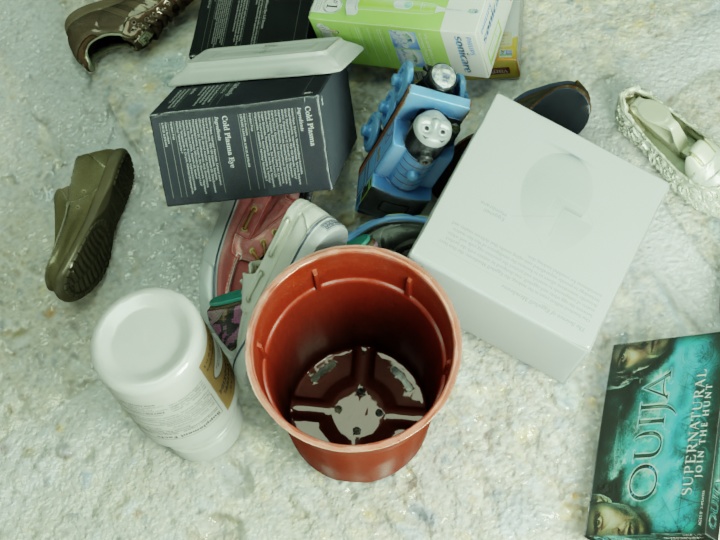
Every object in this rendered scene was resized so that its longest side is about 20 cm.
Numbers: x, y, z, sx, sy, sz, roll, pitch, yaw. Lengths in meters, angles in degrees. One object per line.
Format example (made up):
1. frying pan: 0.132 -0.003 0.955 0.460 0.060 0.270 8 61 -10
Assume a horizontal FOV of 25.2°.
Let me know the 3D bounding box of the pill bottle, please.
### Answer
1. pill bottle: -0.184 0.111 1.605 0.113 0.200 0.115 -6 60 10

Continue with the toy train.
1. toy train: 0.055 -0.135 1.696 0.086 0.200 0.115 12 62 -14

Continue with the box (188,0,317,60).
1. box: -0.109 -0.312 1.894 0.140 0.079 0.201 0 61 17

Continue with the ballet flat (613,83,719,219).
1. ballet flat: 0.338 -0.127 1.696 0.072 0.072 0.200 -40 61 -11

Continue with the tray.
1. tray: -0.103 -0.230 1.756 0.198 0.022 0.107 -3 19 17

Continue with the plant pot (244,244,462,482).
1. plant pot: -0.004 0.106 1.557 0.199 0.196 0.202 -1 67 1

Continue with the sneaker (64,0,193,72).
1. sneaker: -0.256 -0.302 1.934 0.199 0.070 0.076 -24 68 10

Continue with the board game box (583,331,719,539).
1. board game box: 0.287 0.159 1.531 0.135 0.028 0.202 -10 57 41

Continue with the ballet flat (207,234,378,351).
1. ballet flat: -0.061 0.029 1.652 0.199 0.069 0.072 -23 102 14

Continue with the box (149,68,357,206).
1. box: -0.109 -0.154 1.734 0.180 0.105 0.200 -6 20 11

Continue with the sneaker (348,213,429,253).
1. sneaker: 0.000 0.000 1.711 0.198 0.071 0.083 -25 77 -3

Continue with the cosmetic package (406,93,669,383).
1. cosmetic package: 0.170 -0.030 1.619 0.198 0.123 0.201 28 69 4

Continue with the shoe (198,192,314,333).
1. shoe: -0.109 -0.024 1.737 0.090 0.072 0.201 0 57 19

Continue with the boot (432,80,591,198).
1. boot: 0.167 -0.141 1.753 0.199 0.097 0.075 -29 100 21

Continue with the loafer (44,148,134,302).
1. loafer: -0.312 -0.052 1.803 0.067 0.076 0.201 7 53 17

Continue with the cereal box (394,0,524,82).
1. cereal box: 0.117 -0.311 1.863 0.143 0.040 0.202 -2 61 13

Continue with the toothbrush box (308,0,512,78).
1. toothbrush box: 0.062 -0.306 1.801 0.198 0.086 0.147 7 63 21

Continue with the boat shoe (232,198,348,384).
1. boat shoe: -0.084 0.019 1.591 0.070 0.071 0.201 41 120 25
